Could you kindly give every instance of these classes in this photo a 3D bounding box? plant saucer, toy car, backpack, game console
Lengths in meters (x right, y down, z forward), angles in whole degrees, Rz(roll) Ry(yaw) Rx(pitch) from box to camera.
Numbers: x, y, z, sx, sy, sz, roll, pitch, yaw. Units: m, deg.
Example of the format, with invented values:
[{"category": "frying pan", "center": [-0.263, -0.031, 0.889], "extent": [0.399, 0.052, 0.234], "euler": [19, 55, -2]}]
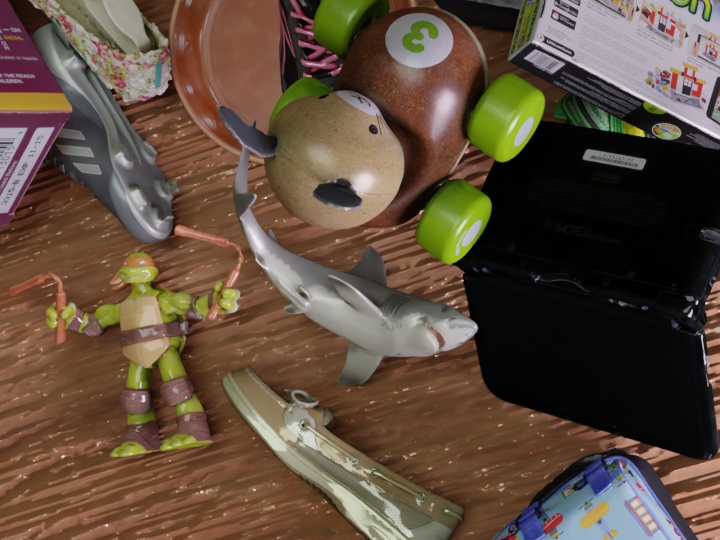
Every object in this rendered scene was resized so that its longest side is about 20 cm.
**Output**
[{"category": "plant saucer", "center": [-0.050, -0.178, 1.314], "extent": [0.198, 0.032, 0.203], "euler": [-2, 82, 15]}, {"category": "toy car", "center": [-0.005, -0.089, 1.104], "extent": [0.164, 0.199, 0.159], "euler": [35, 115, 18]}, {"category": "backpack", "center": [0.145, 0.240, 1.155], "extent": [0.199, 0.134, 0.184], "euler": [-34, 75, 10]}, {"category": "game console", "center": [0.173, 0.008, 1.175], "extent": [0.199, 0.116, 0.177], "euler": [14, 72, 40]}]

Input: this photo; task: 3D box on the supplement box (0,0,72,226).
[{"category": "supplement box", "center": [-0.324, -0.147, 1.302], "extent": [0.131, 0.102, 0.201], "euler": [-52, 59, 35]}]

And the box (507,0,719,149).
[{"category": "box", "center": [0.203, -0.152, 1.174], "extent": [0.198, 0.035, 0.111], "euler": [25, 65, -17]}]

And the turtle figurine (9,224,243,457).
[{"category": "turtle figurine", "center": [-0.168, 0.056, 1.295], "extent": [0.198, 0.064, 0.163], "euler": [-9, 86, 17]}]

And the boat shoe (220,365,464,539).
[{"category": "boat shoe", "center": [-0.016, 0.133, 1.244], "extent": [0.200, 0.073, 0.063], "euler": [41, 86, 13]}]

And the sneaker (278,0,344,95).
[{"category": "sneaker", "center": [-0.033, -0.182, 1.242], "extent": [0.078, 0.095, 0.203], "euler": [-8, 88, 11]}]

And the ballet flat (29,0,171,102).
[{"category": "ballet flat", "center": [-0.212, -0.216, 1.305], "extent": [0.200, 0.064, 0.076], "euler": [45, 57, 4]}]

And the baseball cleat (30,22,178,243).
[{"category": "baseball cleat", "center": [-0.218, -0.092, 1.336], "extent": [0.106, 0.070, 0.201], "euler": [-35, 70, 22]}]

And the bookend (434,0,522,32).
[{"category": "bookend", "center": [0.079, -0.271, 1.262], "extent": [0.196, 0.092, 0.203], "euler": [12, 87, 17]}]

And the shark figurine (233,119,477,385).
[{"category": "shark figurine", "center": [-0.020, -0.004, 1.254], "extent": [0.214, 0.128, 0.090], "euler": [36, 50, -4]}]

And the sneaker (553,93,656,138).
[{"category": "sneaker", "center": [0.188, -0.040, 1.221], "extent": [0.084, 0.078, 0.203], "euler": [-13, 79, 31]}]
